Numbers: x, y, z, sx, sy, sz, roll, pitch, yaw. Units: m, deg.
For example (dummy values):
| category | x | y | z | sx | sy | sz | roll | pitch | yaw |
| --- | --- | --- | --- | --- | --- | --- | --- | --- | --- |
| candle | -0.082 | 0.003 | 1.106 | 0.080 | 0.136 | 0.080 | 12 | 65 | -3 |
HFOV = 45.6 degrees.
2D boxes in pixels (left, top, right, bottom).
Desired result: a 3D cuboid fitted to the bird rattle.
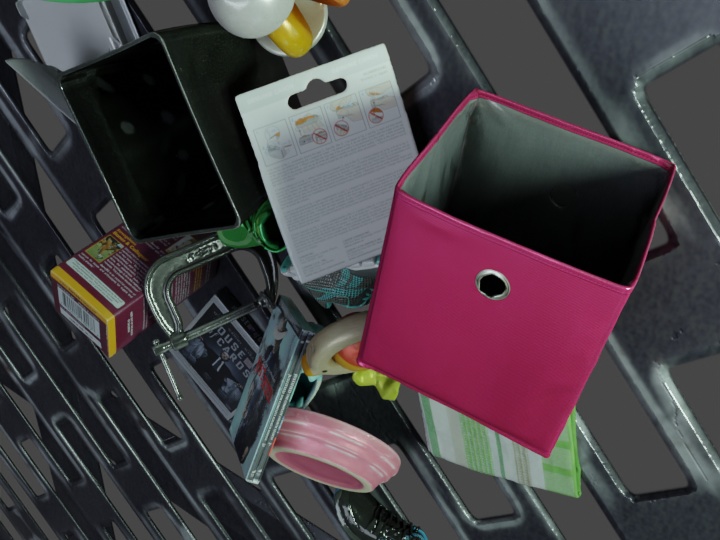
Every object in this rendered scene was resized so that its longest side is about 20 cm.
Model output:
| category | x | y | z | sx | sy | sz | roll | pitch | yaw |
| --- | --- | --- | --- | --- | --- | --- | --- | --- | --- |
| bird rattle | 0.023 | 0.079 | 0.938 | 0.200 | 0.161 | 0.114 | -37 | 65 | 57 |

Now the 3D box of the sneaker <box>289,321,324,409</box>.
| category | x | y | z | sx | sy | sz | roll | pitch | yaw |
| --- | --- | --- | --- | --- | --- | --- | --- | --- | --- |
| sneaker | -0.096 | 0.155 | 1.140 | 0.077 | 0.087 | 0.201 | 19 | 136 | -6 |

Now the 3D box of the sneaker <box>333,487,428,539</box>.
| category | x | y | z | sx | sy | sz | roll | pitch | yaw |
| --- | --- | --- | --- | --- | --- | --- | --- | --- | --- |
| sneaker | 0.047 | 0.364 | 1.199 | 0.200 | 0.073 | 0.082 | 46 | 127 | -6 |

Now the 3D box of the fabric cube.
| category | x | y | z | sx | sy | sz | roll | pitch | yaw |
| --- | --- | --- | --- | --- | --- | --- | --- | --- | --- |
| fabric cube | 0.132 | -0.003 | 0.751 | 0.194 | 0.200 | 0.201 | 25 | 132 | 13 |

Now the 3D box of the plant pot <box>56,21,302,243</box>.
| category | x | y | z | sx | sy | sz | roll | pitch | yaw |
| --- | --- | --- | --- | --- | --- | --- | --- | --- | --- |
| plant pot | -0.174 | -0.167 | 0.939 | 0.198 | 0.177 | 0.202 | -5 | 115 | 42 |

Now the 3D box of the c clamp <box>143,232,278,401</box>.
| category | x | y | z | sx | sy | sz | roll | pitch | yaw |
| --- | --- | --- | --- | --- | --- | --- | --- | --- | --- |
| c clamp | -0.187 | 0.042 | 1.099 | 0.172 | 0.199 | 0.027 | 63 | 168 | -13 |

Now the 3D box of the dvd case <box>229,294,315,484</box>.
| category | x | y | z | sx | sy | sz | roll | pitch | yaw |
| --- | --- | --- | --- | --- | --- | --- | --- | --- | --- |
| dvd case | -0.115 | 0.145 | 1.084 | 0.202 | 0.022 | 0.146 | -68 | 21 | 9 |

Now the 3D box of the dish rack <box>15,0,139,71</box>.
| category | x | y | z | sx | sy | sz | roll | pitch | yaw |
| --- | --- | --- | --- | --- | --- | --- | --- | --- | --- |
| dish rack | -0.370 | -0.311 | 1.112 | 0.198 | 0.043 | 0.173 | -1 | 116 | 41 |

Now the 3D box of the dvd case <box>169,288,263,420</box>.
| category | x | y | z | sx | sy | sz | roll | pitch | yaw |
| --- | --- | --- | --- | --- | --- | --- | --- | --- | --- |
| dvd case | -0.200 | 0.130 | 1.278 | 0.151 | 0.025 | 0.200 | 50 | 138 | 2 |

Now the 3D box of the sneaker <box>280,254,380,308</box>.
| category | x | y | z | sx | sy | sz | roll | pitch | yaw |
| --- | --- | --- | --- | --- | --- | --- | --- | --- | --- |
| sneaker | 0.000 | 0.000 | 0.993 | 0.199 | 0.078 | 0.092 | -6 | 130 | 47 |

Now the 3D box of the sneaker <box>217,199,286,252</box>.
| category | x | y | z | sx | sy | sz | roll | pitch | yaw |
| --- | --- | --- | --- | --- | --- | --- | --- | --- | --- |
| sneaker | -0.105 | -0.062 | 1.010 | 0.198 | 0.083 | 0.075 | -8 | 103 | 38 |

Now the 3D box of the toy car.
| category | x | y | z | sx | sy | sz | roll | pitch | yaw |
| --- | --- | --- | --- | --- | --- | --- | --- | --- | --- |
| toy car | -0.089 | -0.308 | 0.804 | 0.150 | 0.175 | 0.200 | -42 | 87 | 13 |

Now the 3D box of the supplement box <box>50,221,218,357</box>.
| category | x | y | z | sx | sy | sz | roll | pitch | yaw |
| --- | --- | --- | --- | --- | --- | --- | --- | --- | --- |
| supplement box | -0.295 | 0.004 | 1.140 | 0.110 | 0.200 | 0.086 | 37 | 142 | 16 |

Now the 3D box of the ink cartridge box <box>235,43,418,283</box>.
| category | x | y | z | sx | sy | sz | roll | pitch | yaw |
| --- | --- | --- | --- | --- | --- | --- | --- | --- | --- |
| ink cartridge box | -0.022 | -0.107 | 0.870 | 0.047 | 0.158 | 0.202 | -120 | 11 | -72 |

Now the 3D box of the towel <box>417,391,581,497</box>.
| category | x | y | z | sx | sy | sz | roll | pitch | yaw |
| --- | --- | --- | --- | --- | --- | --- | --- | --- | --- |
| towel | 0.160 | 0.180 | 1.000 | 0.198 | 0.031 | 0.151 | 9 | 126 | 34 |

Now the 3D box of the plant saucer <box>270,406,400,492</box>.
| category | x | y | z | sx | sy | sz | roll | pitch | yaw |
| --- | --- | --- | --- | --- | --- | --- | --- | --- | --- |
| plant saucer | -0.047 | 0.242 | 1.133 | 0.198 | 0.051 | 0.201 | 18 | 155 | 8 |

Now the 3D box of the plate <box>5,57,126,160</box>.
| category | x | y | z | sx | sy | sz | roll | pitch | yaw |
| --- | --- | --- | --- | --- | --- | --- | --- | --- | --- |
| plate | -0.320 | -0.188 | 1.083 | 0.199 | 0.200 | 0.032 | 39 | 93 | 14 |

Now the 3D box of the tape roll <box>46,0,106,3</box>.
| category | x | y | z | sx | sy | sz | roll | pitch | yaw |
| --- | --- | --- | --- | --- | --- | --- | --- | --- | --- |
| tape roll | -0.318 | -0.356 | 0.918 | 0.199 | 0.200 | 0.049 | 33 | 136 | 19 |
